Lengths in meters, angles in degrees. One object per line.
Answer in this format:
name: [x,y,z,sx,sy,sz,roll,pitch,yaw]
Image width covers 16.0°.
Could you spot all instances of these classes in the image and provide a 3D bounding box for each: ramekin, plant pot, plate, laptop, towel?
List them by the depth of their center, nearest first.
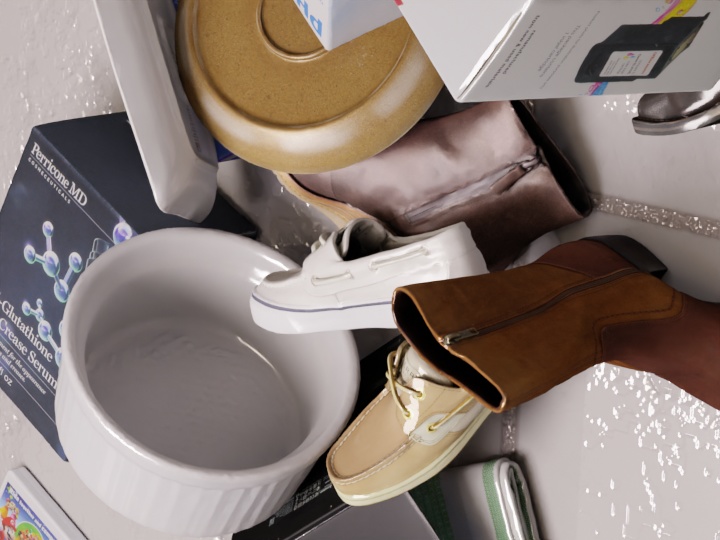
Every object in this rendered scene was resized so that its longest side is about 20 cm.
plant pot: [-0.032,-0.162,1.622,0.199,0.027,0.201,-4,78,20]
plate: [-0.135,-0.134,1.693,0.032,0.200,0.201,-17,87,3]
ramekin: [-0.108,0.079,1.701,0.201,0.200,0.098,52,144,21]
towel: [0.051,0.212,1.740,0.199,0.031,0.150,-17,85,46]
laptop: [0.009,0.178,1.742,0.187,0.116,0.201,-34,34,40]

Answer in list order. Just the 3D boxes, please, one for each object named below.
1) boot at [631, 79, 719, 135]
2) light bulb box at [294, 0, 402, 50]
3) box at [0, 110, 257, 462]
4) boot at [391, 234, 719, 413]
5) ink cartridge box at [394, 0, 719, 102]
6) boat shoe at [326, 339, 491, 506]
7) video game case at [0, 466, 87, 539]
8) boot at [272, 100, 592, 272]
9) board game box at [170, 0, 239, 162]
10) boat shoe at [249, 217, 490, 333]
boot: [0.210,-0.181,1.465,0.200,0.069,0.175,-26,84,44]
light bulb box: [0.038,-0.260,1.472,0.125,0.197,0.200,58,164,25]
box: [-0.188,0.011,1.859,0.148,0.107,0.201,44,125,28]
boot: [0.144,0.046,1.492,0.188,0.199,0.069,44,125,27]
ink cartridge box: [0.110,-0.173,1.385,0.083,0.199,0.146,-53,56,39]
boat shoe: [0.050,0.068,1.620,0.200,0.066,0.074,-40,42,7]
video game case: [-0.267,0.277,2.053,0.143,0.018,0.201,45,127,27]
boot: [0.036,-0.081,1.637,0.166,0.072,0.200,-32,100,36]
board game box: [-0.043,-0.168,1.727,0.199,0.045,0.135,-22,84,44]
boat shoe: [0.000,0.000,1.617,0.199,0.072,0.066,-1,107,51]
